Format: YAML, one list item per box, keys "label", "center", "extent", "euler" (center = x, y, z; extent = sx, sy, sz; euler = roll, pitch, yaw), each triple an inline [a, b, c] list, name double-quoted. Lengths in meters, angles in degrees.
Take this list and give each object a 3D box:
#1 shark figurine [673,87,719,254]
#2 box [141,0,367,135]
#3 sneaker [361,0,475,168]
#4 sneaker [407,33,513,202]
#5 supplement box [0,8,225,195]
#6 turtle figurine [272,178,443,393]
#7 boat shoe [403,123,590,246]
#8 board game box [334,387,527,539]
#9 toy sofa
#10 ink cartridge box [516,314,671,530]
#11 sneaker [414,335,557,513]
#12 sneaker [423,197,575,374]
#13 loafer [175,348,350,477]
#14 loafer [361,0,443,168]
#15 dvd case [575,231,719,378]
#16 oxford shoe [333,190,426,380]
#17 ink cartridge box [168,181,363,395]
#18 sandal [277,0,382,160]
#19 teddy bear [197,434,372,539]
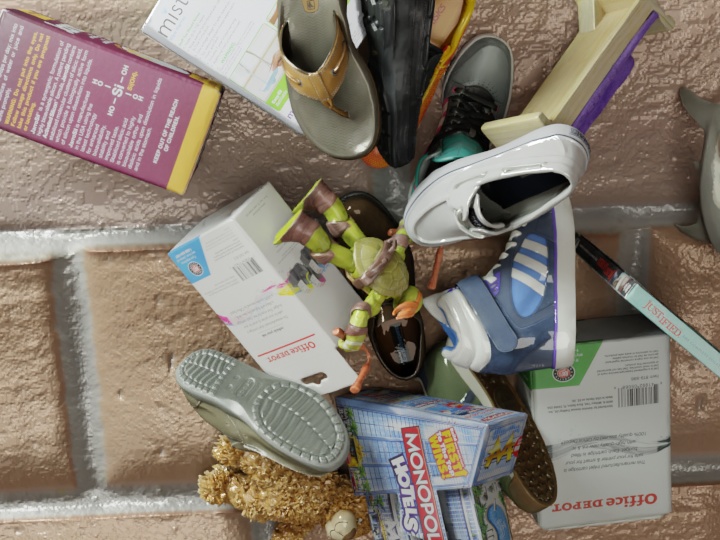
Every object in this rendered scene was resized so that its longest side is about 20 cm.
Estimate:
- label: "shark figurine"
  center: [0.353, -0.067, 1.128]
  extent: [0.128, 0.089, 0.215]
  euler: [-42, 116, -28]
- label: "box"
  center: [-0.075, -0.258, 1.030]
  extent: [0.176, 0.097, 0.200]
  euler: [31, 100, -11]
- label: "sneaker"
  center: [0.046, -0.191, 1.068]
  extent: [0.073, 0.077, 0.200]
  euler: [20, 103, -11]
- label: "sneaker"
  center: [0.101, -0.126, 1.065]
  extent: [0.084, 0.121, 0.200]
  euler: [16, 102, -9]
- label: "supplement box"
  center: [-0.234, -0.156, 1.026]
  extent: [0.200, 0.131, 0.103]
  euler: [20, 100, -10]
- label: "turtle figurine"
  center: [0.000, 0.000, 1.030]
  extent: [0.161, 0.064, 0.200]
  euler: [39, 57, -11]
- label: "boat shoe"
  center: [0.109, -0.063, 0.982]
  extent: [0.074, 0.065, 0.200]
  euler: [43, 133, -18]
- label: "board game box"
  center: [0.079, 0.204, 1.083]
  extent: [0.062, 0.200, 0.200]
  euler: [-8, 84, -43]
- label: "toy sofa"
  center: [0.211, -0.169, 1.038]
  extent: [0.098, 0.083, 0.200]
  euler: [47, 66, -23]
- label: "ink cartridge box"
  center: [0.242, 0.157, 1.167]
  extent: [0.146, 0.083, 0.200]
  euler: [-5, 103, -4]
- label: "sneaker"
  center: [0.119, 0.162, 1.128]
  extent: [0.090, 0.067, 0.200]
  euler: [-43, 64, 38]
- label: "sneaker"
  center: [0.134, 0.004, 1.098]
  extent: [0.146, 0.081, 0.200]
  euler: [0, 70, 5]
- label: "loafer"
  center: [-0.095, 0.146, 1.111]
  extent: [0.200, 0.075, 0.070]
  euler: [29, 144, 25]
- label: "loafer"
  center: [0.042, -0.184, 1.003]
  extent: [0.070, 0.068, 0.201]
  euler: [-15, 127, -18]
- label: "dvd case"
  center: [0.282, 0.035, 1.080]
  extent: [0.146, 0.200, 0.022]
  euler: [38, 98, -13]
- label: "oxford shoe"
  center: [0.026, 0.017, 1.115]
  extent: [0.073, 0.084, 0.200]
  euler: [-21, 103, 2]
- label: "ink cartridge box"
  center: [-0.077, 0.026, 1.089]
  extent: [0.115, 0.068, 0.200]
  euler: [-22, 111, 46]
- label: "sandal"
  center: [-0.034, -0.191, 0.964]
  extent: [0.082, 0.055, 0.200]
  euler: [-4, 106, 17]
- label: "teddy bear"
  center: [-0.072, 0.234, 1.169]
  extent: [0.200, 0.067, 0.145]
  euler: [38, 100, -12]
